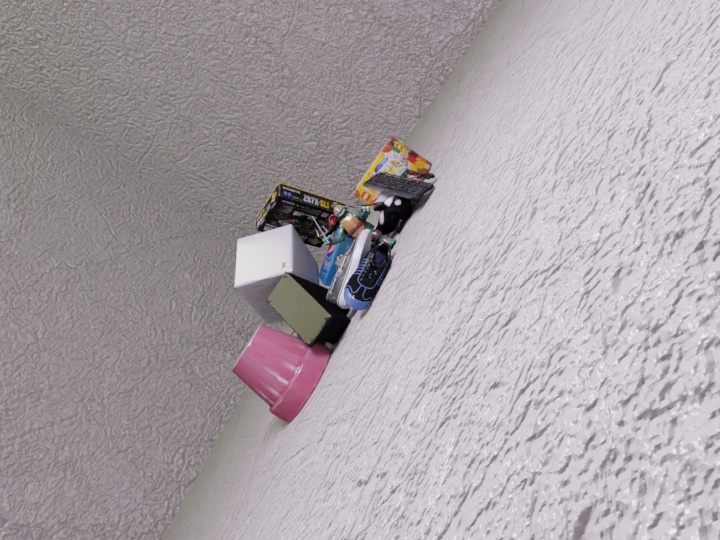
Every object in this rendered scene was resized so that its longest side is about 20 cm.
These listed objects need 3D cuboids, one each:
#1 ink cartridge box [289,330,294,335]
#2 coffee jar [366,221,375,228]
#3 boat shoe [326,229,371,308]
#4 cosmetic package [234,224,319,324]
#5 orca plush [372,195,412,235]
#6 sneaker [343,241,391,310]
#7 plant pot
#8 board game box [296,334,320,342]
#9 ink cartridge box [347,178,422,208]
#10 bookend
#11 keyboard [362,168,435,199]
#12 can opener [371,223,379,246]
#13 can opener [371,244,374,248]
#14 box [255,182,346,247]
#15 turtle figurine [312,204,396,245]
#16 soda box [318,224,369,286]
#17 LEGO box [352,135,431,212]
[{"bbox_3d":[-0.140,0.145,1.707,0.109,0.050,0.200,-51,0,44],"label":"ink cartridge box"},{"bbox_3d":[-0.020,-0.052,1.694,0.104,0.085,0.200,103,-169,-51],"label":"coffee jar"},{"bbox_3d":[-0.031,-0.010,1.340,0.072,0.071,0.201,52,-124,-68],"label":"boat shoe"},{"bbox_3d":[-0.222,0.014,1.521,0.167,0.200,0.167,-14,52,11],"label":"cosmetic package"},{"bbox_3d":[0.075,-0.124,1.444,0.200,0.105,0.071,-39,51,35],"label":"orca plush"},{"bbox_3d":[0.020,0.005,1.251,0.078,0.070,0.200,-61,2,37],"label":"sneaker"},{"bbox_3d":[-0.198,0.230,1.328,0.200,0.179,0.200,-57,6,10],"label":"plant pot"},{"bbox_3d":[-0.167,0.235,1.556,0.200,0.062,0.200,-49,9,42],"label":"board game box"},{"bbox_3d":[0.058,-0.205,1.503,0.162,0.199,0.050,-151,54,-83],"label":"ink cartridge box"},{"bbox_3d":[-0.096,0.114,1.386,0.092,0.199,0.200,-55,-37,7],"label":"bookend"},{"bbox_3d":[0.108,-0.227,1.400,0.127,0.021,0.200,-32,35,-27],"label":"keyboard"},{"bbox_3d":[0.037,-0.091,1.593,0.200,0.066,0.053,-62,-5,-25],"label":"can opener"},{"bbox_3d":[0.000,0.000,1.453,0.079,0.063,0.200,101,-167,-45],"label":"can opener"},{"bbox_3d":[-0.160,-0.144,1.499,0.160,0.199,0.050,-45,40,45],"label":"box"},{"bbox_3d":[-0.014,-0.109,1.416,0.150,0.200,0.101,-47,3,26],"label":"turtle figurine"},{"bbox_3d":[-0.049,-0.054,1.544,0.201,0.068,0.064,-69,28,18],"label":"soda box"},{"bbox_3d":[0.094,-0.275,1.662,0.200,0.149,0.077,-52,8,39],"label":"LEGO box"}]
